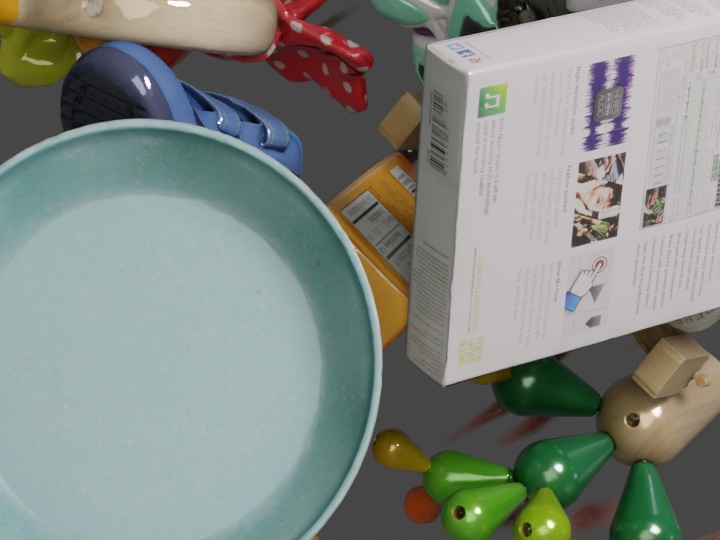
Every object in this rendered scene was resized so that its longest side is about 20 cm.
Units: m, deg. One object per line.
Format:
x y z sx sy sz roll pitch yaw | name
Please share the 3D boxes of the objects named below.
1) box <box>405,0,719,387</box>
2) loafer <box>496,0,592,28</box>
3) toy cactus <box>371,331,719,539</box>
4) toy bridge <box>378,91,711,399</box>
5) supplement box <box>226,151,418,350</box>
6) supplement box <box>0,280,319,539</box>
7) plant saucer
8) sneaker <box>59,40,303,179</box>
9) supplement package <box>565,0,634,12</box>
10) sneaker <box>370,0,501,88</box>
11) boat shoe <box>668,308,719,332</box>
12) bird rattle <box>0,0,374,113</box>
0.113 -0.042 1.102 0.199 0.036 0.145 -13 123 -28 | box
0.081 -0.141 1.193 0.063 0.072 0.201 22 51 -27 | loafer
0.107 0.095 1.250 0.165 0.103 0.200 -28 62 -26 | toy cactus
0.096 -0.012 1.265 0.200 0.067 0.027 45 113 20 | toy bridge
0.000 0.000 1.196 0.067 0.200 0.069 -44 88 15 | supplement box
-0.130 0.113 1.189 0.199 0.197 0.133 -22 83 -1 | supplement box
-0.089 0.040 1.079 0.199 0.036 0.201 0 82 3 | plant saucer
-0.077 -0.055 1.223 0.074 0.200 0.082 34 75 27 | sneaker
0.181 -0.197 1.127 0.199 0.118 0.117 -5 58 -7 | supplement package
0.043 -0.178 1.266 0.077 0.140 0.201 -15 114 33 | sneaker
0.154 -0.007 1.211 0.071 0.199 0.070 -16 70 38 | boat shoe
-0.094 -0.116 1.247 0.199 0.163 0.113 18 101 12 | bird rattle
